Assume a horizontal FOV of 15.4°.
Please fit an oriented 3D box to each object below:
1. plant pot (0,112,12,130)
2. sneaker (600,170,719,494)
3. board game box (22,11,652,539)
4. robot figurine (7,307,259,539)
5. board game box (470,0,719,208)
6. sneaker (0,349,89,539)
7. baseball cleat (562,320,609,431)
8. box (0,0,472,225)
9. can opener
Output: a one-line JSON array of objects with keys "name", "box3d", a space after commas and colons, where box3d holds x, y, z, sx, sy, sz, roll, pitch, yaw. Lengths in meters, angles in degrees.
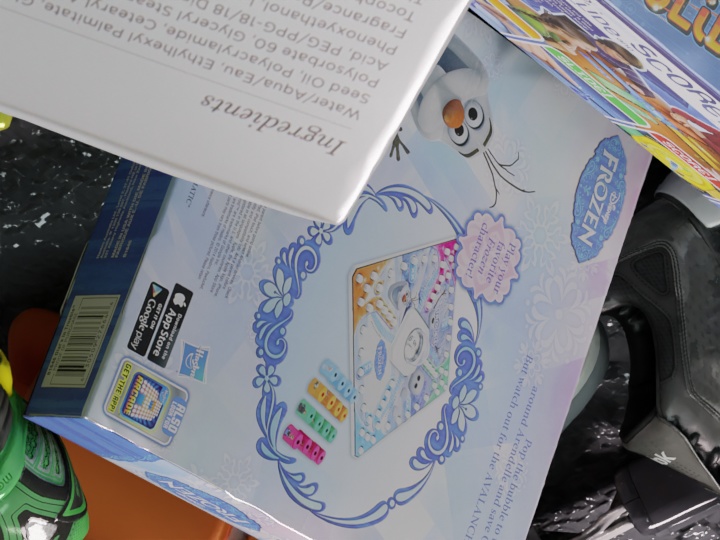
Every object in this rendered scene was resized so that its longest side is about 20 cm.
[{"name": "plant pot", "box3d": [-0.214, -0.067, 0.821, 0.198, 0.200, 0.182, 15, 122, -25]}, {"name": "sneaker", "box3d": [0.149, 0.060, 1.032, 0.090, 0.200, 0.066, -33, 180, -11]}, {"name": "board game box", "box3d": [0.000, 0.000, 0.939, 0.199, 0.201, 0.043, 32, 160, -35]}, {"name": "robot figurine", "box3d": [-0.061, 0.086, 1.025, 0.117, 0.200, 0.144, -68, 162, 7]}, {"name": "board game box", "box3d": [0.116, -0.064, 0.904, 0.200, 0.135, 0.035, 36, 84, -24]}, {"name": "sneaker", "box3d": [-0.160, 0.054, 0.952, 0.078, 0.200, 0.085, -38, 121, -9]}, {"name": "baseball cleat", "box3d": [0.040, 0.078, 1.119, 0.200, 0.070, 0.106, -35, 145, 28]}, {"name": "box", "box3d": [-0.067, -0.147, 0.745, 0.199, 0.199, 0.131, 19, 129, -16]}, {"name": "can opener", "box3d": [0.139, 0.111, 1.152, 0.200, 0.067, 0.053, -27, 167, 14]}]
